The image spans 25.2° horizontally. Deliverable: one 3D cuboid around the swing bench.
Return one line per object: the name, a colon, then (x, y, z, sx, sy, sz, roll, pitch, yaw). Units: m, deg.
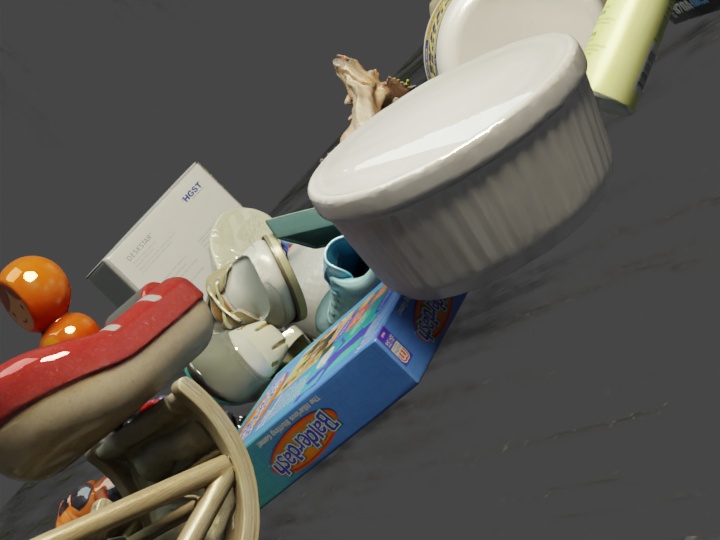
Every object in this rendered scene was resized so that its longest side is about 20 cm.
swing bench: (-0.173, 0.197, 1.078, 0.200, 0.130, 0.199, -42, 3, -32)

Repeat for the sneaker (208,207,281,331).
sneaker: (-0.115, 0.036, 1.580, 0.201, 0.076, 0.112, -103, 20, -47)

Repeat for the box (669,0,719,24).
box: (0.309, -0.275, 1.197, 0.200, 0.046, 0.159, -47, 8, -3)

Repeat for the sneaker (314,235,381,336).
sneaker: (0.000, 0.000, 1.266, 0.200, 0.081, 0.074, -37, 32, 54)

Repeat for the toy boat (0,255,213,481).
toy boat: (-0.198, 0.048, 1.093, 0.130, 0.131, 0.200, -38, 3, 30)

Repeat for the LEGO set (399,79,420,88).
LEGO set: (0.090, -0.193, 1.529, 0.200, 0.116, 0.154, -41, -15, 3)

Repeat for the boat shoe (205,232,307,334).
boat shoe: (-0.092, 0.025, 1.358, 0.068, 0.075, 0.200, -23, -11, -12)

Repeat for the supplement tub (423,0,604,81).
supplement tub: (0.127, -0.182, 1.348, 0.144, 0.144, 0.200, -45, 7, 4)

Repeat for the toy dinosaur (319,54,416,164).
toy dinosaur: (0.025, -0.085, 1.366, 0.085, 0.202, 0.136, -6, 9, 15)

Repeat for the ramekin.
ramekin: (0.072, -0.063, 1.049, 0.201, 0.095, 0.203, -28, 17, 9)

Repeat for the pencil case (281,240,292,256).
pencil case: (0.003, -0.062, 1.650, 0.200, 0.078, 0.087, -46, 41, -9)

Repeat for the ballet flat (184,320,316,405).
ballet flat: (-0.079, 0.067, 1.288, 0.064, 0.067, 0.200, -45, -15, 10)

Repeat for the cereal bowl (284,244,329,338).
cereal bowl: (-0.006, -0.020, 1.476, 0.200, 0.083, 0.200, -45, 8, 8)

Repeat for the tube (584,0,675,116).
tube: (0.207, -0.211, 1.151, 0.058, 0.052, 0.201, 21, 87, 42)

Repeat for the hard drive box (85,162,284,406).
hard drive box: (-0.159, 0.015, 1.693, 0.156, 0.200, 0.077, -49, 8, -27)

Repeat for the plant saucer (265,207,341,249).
plant saucer: (0.025, -0.046, 1.248, 0.199, 0.019, 0.070, -11, -15, 31)

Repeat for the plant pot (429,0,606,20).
plant pot: (0.153, -0.274, 1.744, 0.200, 0.134, 0.200, -45, 7, 7)

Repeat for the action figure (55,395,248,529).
action figure: (-0.151, 0.169, 1.280, 0.199, 0.105, 0.194, 5, -44, -43)

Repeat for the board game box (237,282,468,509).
board game box: (-0.014, 0.076, 1.138, 0.200, 0.045, 0.152, -41, 9, 35)
